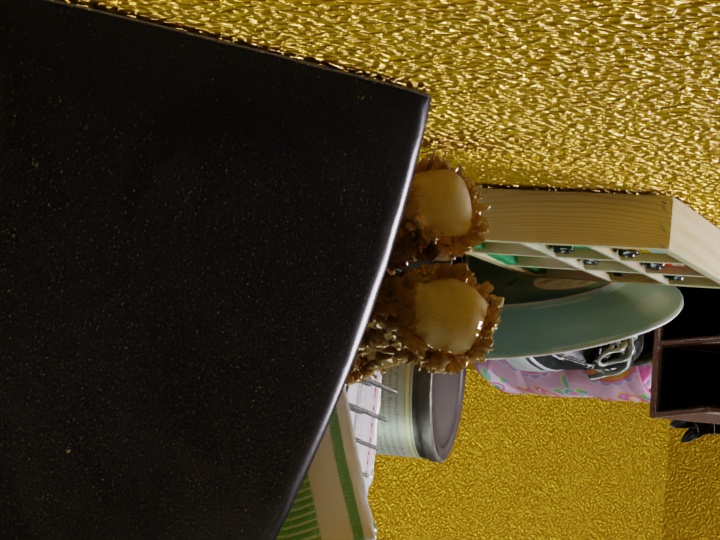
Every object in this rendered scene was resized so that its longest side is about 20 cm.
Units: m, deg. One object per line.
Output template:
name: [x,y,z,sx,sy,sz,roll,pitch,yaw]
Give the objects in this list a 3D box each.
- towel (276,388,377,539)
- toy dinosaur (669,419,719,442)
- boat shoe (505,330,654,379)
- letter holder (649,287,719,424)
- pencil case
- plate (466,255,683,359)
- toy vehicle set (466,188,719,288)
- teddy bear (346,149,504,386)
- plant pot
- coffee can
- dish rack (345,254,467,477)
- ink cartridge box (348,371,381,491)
towel: [-0.100,0.102,1.020,0.199,0.153,0.023,-10,142,-5]
toy dinosaur: [0.303,0.069,1.672,0.199,0.103,0.136,-9,-162,8]
boat shoe: [0.180,0.045,1.445,0.068,0.074,0.199,7,178,40]
letter holder: [0.308,0.053,1.263,0.199,0.101,0.142,7,173,-18]
pencil case: [0.186,0.067,1.638,0.087,0.088,0.200,9,174,-39]
plate: [0.094,0.014,1.186,0.199,0.026,0.200,-6,-167,1]
toy vehicle set: [0.124,-0.016,1.046,0.124,0.027,0.200,3,175,21]
teddy bear: [-0.034,0.013,0.855,0.200,0.145,0.067,-26,161,6]
plant pot: [-0.115,0.011,0.715,0.200,0.178,0.199,8,175,-42]
coffee can: [-0.023,0.076,1.624,0.199,0.147,0.146,4,175,13]
dish rack: [-0.029,0.065,1.133,0.054,0.201,0.153,23,174,-30]
ink cartridge box: [-0.043,0.082,1.330,0.083,0.146,0.200,5,176,11]
